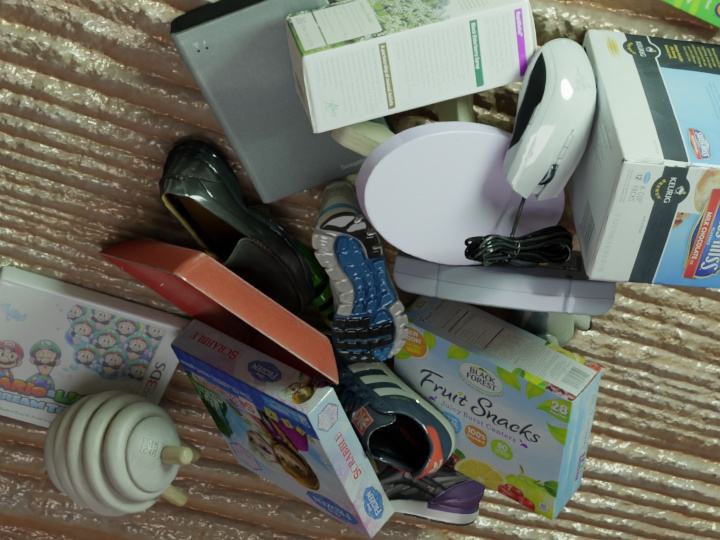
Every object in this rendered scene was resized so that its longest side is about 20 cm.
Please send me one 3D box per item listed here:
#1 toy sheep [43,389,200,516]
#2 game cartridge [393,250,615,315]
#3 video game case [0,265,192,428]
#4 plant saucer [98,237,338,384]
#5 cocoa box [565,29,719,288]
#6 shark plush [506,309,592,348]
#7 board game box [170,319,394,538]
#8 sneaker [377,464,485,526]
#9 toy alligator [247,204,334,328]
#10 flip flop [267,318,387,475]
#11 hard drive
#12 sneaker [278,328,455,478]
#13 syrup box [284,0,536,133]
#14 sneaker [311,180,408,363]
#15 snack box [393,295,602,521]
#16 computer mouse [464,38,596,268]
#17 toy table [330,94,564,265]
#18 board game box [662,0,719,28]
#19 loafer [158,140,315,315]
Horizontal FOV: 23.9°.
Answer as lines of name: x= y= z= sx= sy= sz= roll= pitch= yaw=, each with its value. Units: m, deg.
toy sheep: x=-0.239 y=0.183 z=1.699 sx=0.200 sy=0.138 sz=0.138 roll=-9 pitch=134 yaw=37
game cartridge: x=0.133 y=0.003 z=1.552 sx=0.199 sy=0.133 sz=0.041 roll=7 pitch=100 yaw=6
video game case: x=-0.293 y=0.093 z=1.722 sx=0.199 sy=0.024 sz=0.182 roll=18 pitch=126 yaw=-16
plant saucer: x=-0.128 y=0.030 z=1.602 sx=0.199 sy=0.200 sz=0.037 roll=36 pitch=79 yaw=-28
cocoa box: x=0.259 y=-0.098 z=1.474 sx=0.131 sy=0.200 sz=0.134 roll=5 pitch=129 yaw=-8
shark plush: x=0.159 y=0.026 z=1.663 sx=0.083 sy=0.091 sz=0.200 roll=9 pitch=142 yaw=31
board game box: x=-0.077 y=0.157 z=1.683 sx=0.041 sy=0.200 sz=0.200 roll=-47 pitch=136 yaw=-23
sneaker: x=0.038 y=0.210 z=1.817 sx=0.199 sy=0.076 sz=0.088 roll=7 pitch=114 yaw=-13
toy alligator: x=-0.041 y=0.012 z=1.646 sx=0.059 sy=0.054 sz=0.200 roll=-35 pitch=123 yaw=23
flip flop: x=-0.030 y=0.130 z=1.744 sx=0.081 sy=0.058 sz=0.200 roll=-28 pitch=108 yaw=12
hard drive: x=-0.064 y=-0.161 z=1.516 sx=0.139 sy=0.033 sz=0.200 roll=-19 pitch=128 yaw=12
sneaker: x=0.001 y=0.131 z=1.655 sx=0.200 sy=0.085 sz=0.075 roll=33 pitch=113 yaw=5
syrup box: x=0.043 y=-0.190 z=1.441 sx=0.199 sy=0.079 sz=0.082 roll=-14 pitch=128 yaw=-7
sneaker: x=0.000 y=0.000 z=1.598 sx=0.075 sy=0.087 sz=0.200 roll=-9 pitch=130 yaw=2
snack box: x=0.129 y=0.130 z=1.681 sx=0.200 sy=0.068 sz=0.169 roll=25 pitch=134 yaw=23
computer mouse: x=0.157 y=-0.096 z=1.437 sx=0.109 sy=0.044 sz=0.201 roll=7 pitch=101 yaw=-35
toy table: x=0.072 y=-0.090 z=1.501 sx=0.200 sy=0.117 sz=0.184 roll=22 pitch=109 yaw=-33
board game box: x=0.276 y=-0.273 z=1.443 sx=0.199 sy=0.030 sz=0.096 roll=23 pitch=126 yaw=-17
loafer: x=-0.120 y=-0.024 z=1.576 sx=0.073 sy=0.072 sz=0.200 roll=-28 pitch=114 yaw=35
